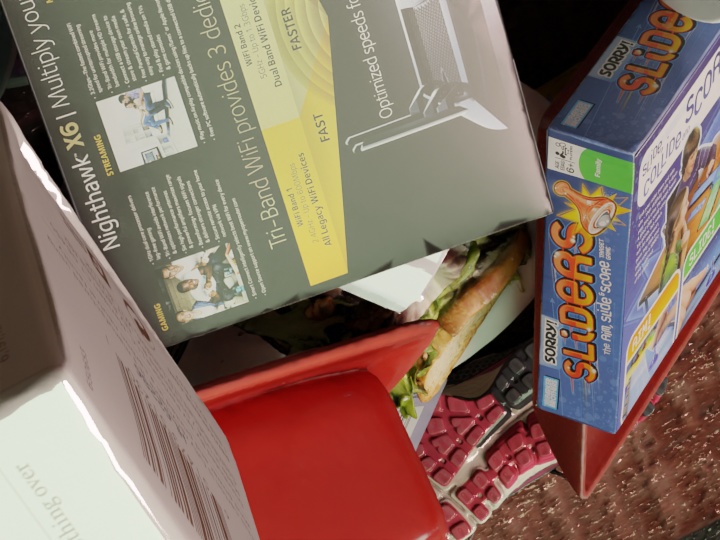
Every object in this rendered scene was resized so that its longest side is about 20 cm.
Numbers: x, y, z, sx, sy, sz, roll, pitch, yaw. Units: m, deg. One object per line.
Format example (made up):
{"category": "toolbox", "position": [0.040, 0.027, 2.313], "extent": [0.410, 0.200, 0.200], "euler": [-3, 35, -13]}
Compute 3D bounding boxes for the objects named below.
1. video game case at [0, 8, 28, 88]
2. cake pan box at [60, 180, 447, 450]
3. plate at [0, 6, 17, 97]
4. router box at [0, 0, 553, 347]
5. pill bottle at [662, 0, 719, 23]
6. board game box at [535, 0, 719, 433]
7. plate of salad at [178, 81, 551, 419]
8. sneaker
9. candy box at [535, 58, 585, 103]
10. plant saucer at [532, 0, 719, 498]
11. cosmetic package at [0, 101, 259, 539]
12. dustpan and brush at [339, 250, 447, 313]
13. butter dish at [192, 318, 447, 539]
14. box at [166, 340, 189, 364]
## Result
{"category": "video game case", "position": [-0.032, -0.150, 1.045], "extent": [0.200, 0.024, 0.182], "euler": [-14, 147, -23]}
{"category": "cake pan box", "position": [-0.038, 0.010, 1.220], "extent": [0.200, 0.052, 0.184], "euler": [-4, 139, -24]}
{"category": "plate", "position": [-0.217, -0.070, 1.016], "extent": [0.200, 0.026, 0.200], "euler": [-20, 148, -13]}
{"category": "router box", "position": [-0.036, -0.087, 0.968], "extent": [0.157, 0.052, 0.200], "euler": [-19, 118, -4]}
{"category": "pill bottle", "position": [0.183, -0.175, 1.039], "extent": [0.200, 0.120, 0.120], "euler": [-33, 152, -20]}
{"category": "board game box", "position": [0.124, -0.052, 1.098], "extent": [0.200, 0.034, 0.136], "euler": [-52, 152, -43]}
{"category": "plate of salad", "position": [0.000, 0.000, 1.153], "extent": [0.200, 0.048, 0.200], "euler": [-15, 140, -13]}
{"category": "sneaker", "position": [0.062, 0.084, 1.420], "extent": [0.200, 0.081, 0.075], "euler": [-24, 177, 7]}
{"category": "candy box", "position": [0.050, -0.020, 1.296], "extent": [0.200, 0.026, 0.102], "euler": [-31, 147, 7]}
{"category": "plant saucer", "position": [0.120, -0.040, 1.197], "extent": [0.200, 0.037, 0.200], "euler": [-53, 152, -41]}
{"category": "cosmetic package", "position": [-0.148, 0.088, 0.891], "extent": [0.200, 0.166, 0.167], "euler": [-28, 125, 3]}
{"category": "dustpan and brush", "position": [0.004, -0.099, 1.040], "extent": [0.139, 0.057, 0.200], "euler": [23, 116, -14]}
{"category": "butter dish", "position": [-0.044, 0.134, 1.104], "extent": [0.200, 0.148, 0.199], "euler": [-16, 154, -52]}
{"category": "box", "position": [-0.134, 0.071, 1.097], "extent": [0.137, 0.038, 0.200], "euler": [-36, 164, -39]}
